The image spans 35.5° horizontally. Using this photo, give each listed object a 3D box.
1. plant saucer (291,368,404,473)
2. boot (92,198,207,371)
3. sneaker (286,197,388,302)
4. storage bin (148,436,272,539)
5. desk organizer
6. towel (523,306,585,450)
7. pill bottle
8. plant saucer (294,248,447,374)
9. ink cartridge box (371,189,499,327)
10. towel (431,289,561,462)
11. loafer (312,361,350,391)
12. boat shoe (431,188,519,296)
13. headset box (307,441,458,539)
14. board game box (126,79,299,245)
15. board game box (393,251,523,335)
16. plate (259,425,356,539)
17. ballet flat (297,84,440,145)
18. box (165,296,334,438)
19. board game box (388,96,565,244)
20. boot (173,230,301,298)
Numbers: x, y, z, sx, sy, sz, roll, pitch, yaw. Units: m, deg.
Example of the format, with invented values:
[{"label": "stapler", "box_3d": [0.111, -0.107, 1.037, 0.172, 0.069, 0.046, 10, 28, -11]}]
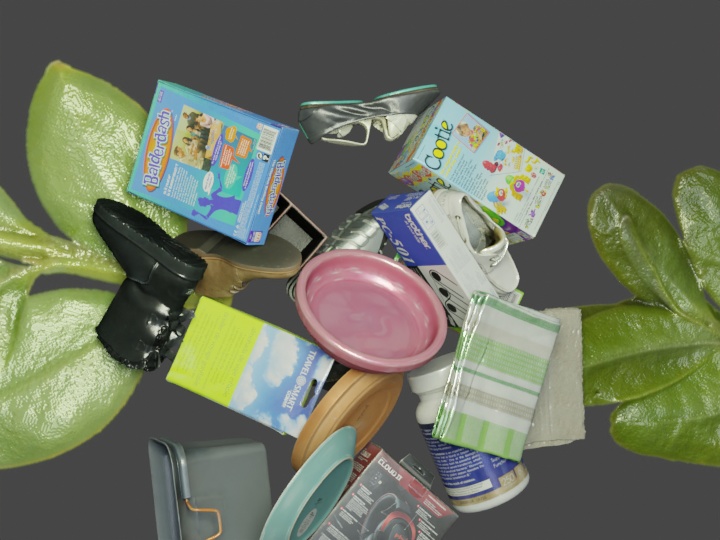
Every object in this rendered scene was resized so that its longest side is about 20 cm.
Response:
[{"label": "plant saucer", "box_3d": [-0.009, 0.191, 1.457, 0.032, 0.200, 0.200, 37, 79, 22]}, {"label": "boot", "box_3d": [-0.294, 0.021, 1.436, 0.198, 0.073, 0.163, 35, 108, 22]}, {"label": "sneaker", "box_3d": [0.000, 0.000, 1.529, 0.200, 0.075, 0.116, -43, 113, -12]}, {"label": "storage bin", "box_3d": [-0.184, 0.305, 1.443, 0.134, 0.145, 0.201, -8, 92, -24]}, {"label": "desk organizer", "box_3d": [-0.140, -0.085, 1.482, 0.200, 0.077, 0.072, 43, 80, -10]}, {"label": "towel", "box_3d": [0.257, 0.153, 1.594, 0.132, 0.034, 0.201, -2, 93, -24]}, {"label": "pill bottle", "box_3d": [0.143, 0.217, 1.532, 0.115, 0.116, 0.201, -25, 96, -13]}, {"label": "plant saucer", "box_3d": [0.009, 0.058, 1.418, 0.200, 0.201, 0.051, 13, 130, -14]}, {"label": "ink cartridge box", "box_3d": [0.104, -0.012, 1.481, 0.044, 0.094, 0.200, -44, 111, -25]}, {"label": "towel", "box_3d": [0.182, 0.139, 1.460, 0.149, 0.031, 0.201, 19, 84, -27]}, {"label": "loafer", "box_3d": [-0.035, 0.138, 1.511, 0.199, 0.073, 0.073, -18, 99, -12]}, {"label": "boat shoe", "box_3d": [0.165, -0.033, 1.510, 0.200, 0.069, 0.071, 45, 61, -34]}, {"label": "headset box", "box_3d": [0.023, 0.342, 1.520, 0.149, 0.075, 0.200, 41, 81, -11]}, {"label": "board game box", "box_3d": [-0.188, -0.137, 1.413, 0.200, 0.045, 0.153, 24, 102, 24]}, {"label": "board game box", "box_3d": [0.126, 0.028, 1.566, 0.200, 0.030, 0.096, 30, 82, -21]}, {"label": "plate", "box_3d": [-0.057, 0.284, 1.404, 0.026, 0.200, 0.200, 32, 81, 18]}, {"label": "ballet flat", "box_3d": [0.015, -0.206, 1.529, 0.199, 0.073, 0.073, -9, 92, -8]}, {"label": "box", "box_3d": [-0.137, 0.126, 1.450, 0.200, 0.048, 0.122, 22, 87, 15]}, {"label": "board game box", "box_3d": [0.158, -0.132, 1.542, 0.200, 0.103, 0.105, 32, 76, -12]}, {"label": "boot", "box_3d": [-0.153, -0.003, 1.436, 0.074, 0.200, 0.076, -40, 127, -45]}]
